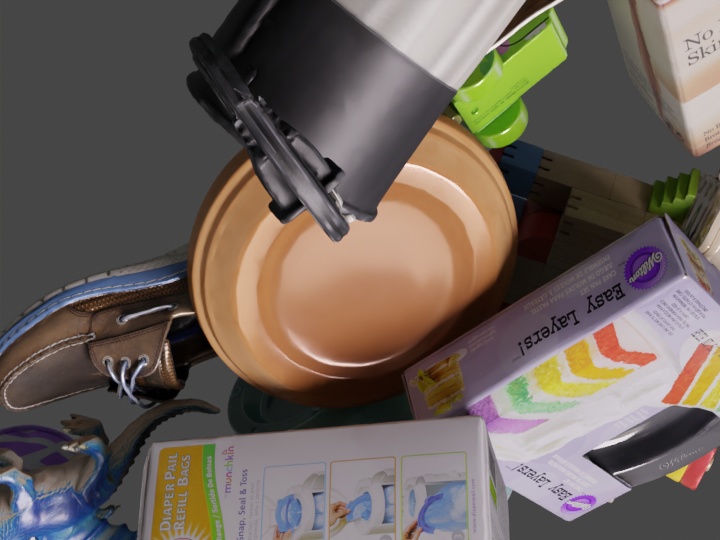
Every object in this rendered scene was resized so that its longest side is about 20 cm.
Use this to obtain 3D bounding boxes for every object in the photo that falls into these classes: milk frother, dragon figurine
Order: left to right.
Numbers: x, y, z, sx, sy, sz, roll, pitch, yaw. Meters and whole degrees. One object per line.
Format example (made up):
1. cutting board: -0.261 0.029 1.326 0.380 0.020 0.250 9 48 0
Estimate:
1. dragon figurine: -0.174 0.148 0.823 0.198 0.059 0.100 -23 109 -18
2. milk frother: 0.012 -0.120 0.599 0.180 0.200 0.189 27 105 -40

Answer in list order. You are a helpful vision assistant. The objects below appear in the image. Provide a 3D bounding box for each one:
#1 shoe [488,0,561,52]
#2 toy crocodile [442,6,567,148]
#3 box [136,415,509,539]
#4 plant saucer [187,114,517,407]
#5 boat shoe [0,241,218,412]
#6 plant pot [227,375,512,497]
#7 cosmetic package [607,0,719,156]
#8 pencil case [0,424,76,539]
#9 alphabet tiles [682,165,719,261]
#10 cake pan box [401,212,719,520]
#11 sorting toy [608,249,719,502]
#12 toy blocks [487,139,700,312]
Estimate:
1. shoe: 0.040 -0.141 0.740 0.199 0.054 0.070 -29 145 -3
2. toy crocodile: 0.041 -0.089 0.810 0.200 0.062 0.067 -42 144 7
3. box: -0.017 0.159 0.773 0.198 0.102 0.113 -6 148 11
4. plant saucer: 0.000 0.000 0.779 0.198 0.038 0.202 -7 120 -12
5. boat shoe: -0.134 0.041 0.819 0.199 0.073 0.072 -27 145 -6
6. plant pot: -0.007 0.111 0.921 0.199 0.201 0.135 -35 119 6
7. cosmetic package: 0.204 -0.172 0.795 0.103 0.088 0.200 -33 145 4
8. pencil case: -0.242 0.193 0.927 0.085 0.084 0.201 11 129 -16
9. alphabet tiles: 0.223 -0.016 0.918 0.197 0.014 0.200 -65 175 10
10. cake pan box: 0.152 0.070 0.815 0.183 0.053 0.200 -30 141 21
11. sorting toy: 0.247 0.060 0.979 0.202 0.069 0.199 -67 171 16
12. toy blocks: 0.133 -0.005 0.923 0.135 0.100 0.201 18 141 6
